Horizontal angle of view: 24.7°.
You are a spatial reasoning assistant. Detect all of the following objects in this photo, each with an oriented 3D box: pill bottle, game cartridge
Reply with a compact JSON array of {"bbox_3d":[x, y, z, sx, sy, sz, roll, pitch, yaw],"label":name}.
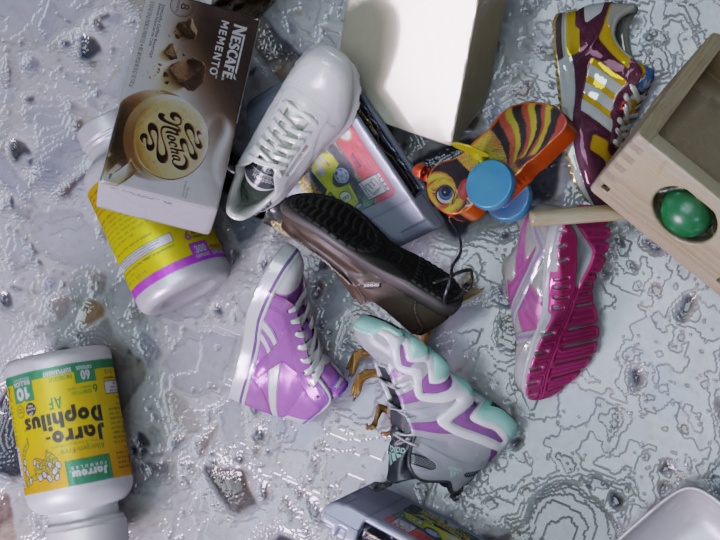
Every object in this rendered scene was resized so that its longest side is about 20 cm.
[{"bbox_3d":[-0.295,0.185,1.684,0.112,0.113,0.202,-12,85,14],"label":"pill bottle"},{"bbox_3d":[-0.021,-0.102,1.608,0.133,0.041,0.201,-24,106,43],"label":"game cartridge"},{"bbox_3d":[-0.216,-0.064,1.677,0.104,0.104,0.201,-28,81,12],"label":"pill bottle"},{"bbox_3d":[0.070,0.266,1.562,0.199,0.133,0.041,27,95,15],"label":"game cartridge"}]

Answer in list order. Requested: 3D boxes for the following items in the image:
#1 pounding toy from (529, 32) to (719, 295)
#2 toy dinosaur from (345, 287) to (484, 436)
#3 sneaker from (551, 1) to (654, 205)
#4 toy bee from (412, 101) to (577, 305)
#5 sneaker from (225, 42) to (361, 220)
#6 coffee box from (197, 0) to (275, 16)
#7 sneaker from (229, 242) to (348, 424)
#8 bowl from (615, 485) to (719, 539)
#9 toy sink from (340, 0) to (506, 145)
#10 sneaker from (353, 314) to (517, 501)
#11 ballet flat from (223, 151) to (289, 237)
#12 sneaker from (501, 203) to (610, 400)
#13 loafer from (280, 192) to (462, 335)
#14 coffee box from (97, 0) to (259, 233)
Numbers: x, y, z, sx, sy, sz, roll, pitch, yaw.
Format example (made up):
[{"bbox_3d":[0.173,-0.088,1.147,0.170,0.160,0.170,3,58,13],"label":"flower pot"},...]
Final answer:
[{"bbox_3d":[0.294,-0.082,1.489,0.184,0.142,0.200,39,58,2],"label":"pounding toy"},{"bbox_3d":[0.044,0.101,1.634,0.105,0.060,0.202,12,94,-15],"label":"toy dinosaur"},{"bbox_3d":[0.240,-0.158,1.573,0.089,0.075,0.202,-10,86,20],"label":"sneaker"},{"bbox_3d":[0.104,-0.088,1.543,0.109,0.131,0.200,39,76,26],"label":"toy bee"},{"bbox_3d":[-0.065,-0.125,1.542,0.076,0.081,0.201,36,130,6],"label":"sneaker"},{"bbox_3d":[-0.092,-0.341,1.651,0.200,0.113,0.080,-43,78,10],"label":"coffee box"},{"bbox_3d":[-0.056,0.067,1.619,0.114,0.073,0.201,23,131,10],"label":"sneaker"},{"bbox_3d":[0.311,0.323,1.534,0.200,0.075,0.200,-46,77,8],"label":"bowl"},{"bbox_3d":[0.063,-0.245,1.565,0.129,0.112,0.201,19,127,15],"label":"toy sink"},{"bbox_3d":[0.043,0.146,1.568,0.200,0.078,0.140,39,85,-16],"label":"sneaker"},{"bbox_3d":[-0.139,-0.091,1.652,0.199,0.066,0.057,36,59,-11],"label":"ballet flat"},{"bbox_3d":[0.179,0.025,1.585,0.088,0.081,0.202,28,112,51],"label":"sneaker"},{"bbox_3d":[0.000,0.000,1.584,0.199,0.073,0.071,35,120,5],"label":"loafer"},{"bbox_3d":[-0.173,-0.151,1.564,0.112,0.080,0.202,14,72,-7],"label":"coffee box"}]
